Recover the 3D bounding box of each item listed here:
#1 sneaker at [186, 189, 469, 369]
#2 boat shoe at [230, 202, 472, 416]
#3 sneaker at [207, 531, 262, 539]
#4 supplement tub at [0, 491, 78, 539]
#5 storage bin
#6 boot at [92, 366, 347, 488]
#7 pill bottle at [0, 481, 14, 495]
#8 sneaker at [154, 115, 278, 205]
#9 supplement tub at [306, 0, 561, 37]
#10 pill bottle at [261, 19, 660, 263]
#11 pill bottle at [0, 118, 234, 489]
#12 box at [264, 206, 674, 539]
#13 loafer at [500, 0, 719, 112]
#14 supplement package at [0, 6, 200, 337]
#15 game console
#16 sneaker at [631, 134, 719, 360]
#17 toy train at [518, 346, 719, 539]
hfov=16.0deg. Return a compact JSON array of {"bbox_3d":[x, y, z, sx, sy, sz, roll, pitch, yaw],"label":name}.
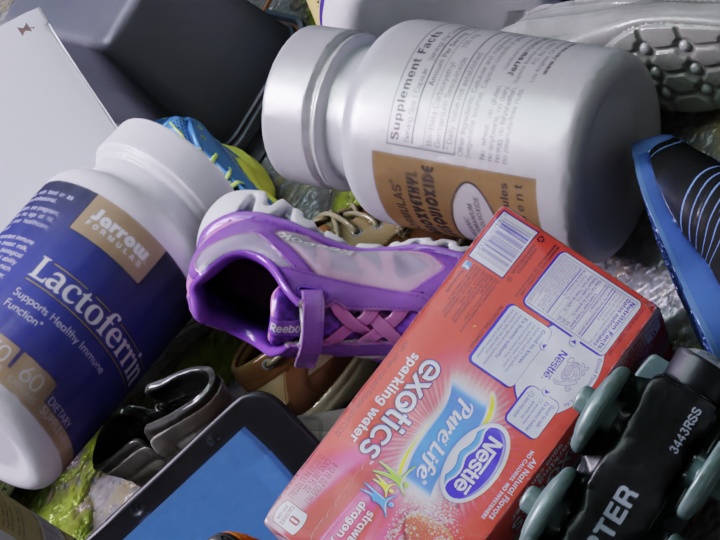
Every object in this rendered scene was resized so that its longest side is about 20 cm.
[{"bbox_3d":[-0.010,0.021,1.381,0.088,0.199,0.081,-44,-34,-62],"label":"sneaker"},{"bbox_3d":[0.000,0.000,1.469,0.201,0.074,0.076,-56,23,-5],"label":"boat shoe"},{"bbox_3d":[-0.047,0.228,1.273,0.092,0.076,0.201,-38,63,26],"label":"sneaker"},{"bbox_3d":[-0.261,0.184,1.508,0.144,0.200,0.145,-31,39,29],"label":"supplement tub"},{"bbox_3d":[-0.137,-0.165,1.739,0.200,0.134,0.146,19,75,54],"label":"storage bin"},{"bbox_3d":[-0.044,0.093,1.393,0.199,0.131,0.068,-29,39,31],"label":"boot"},{"bbox_3d":[-0.267,0.098,1.666,0.119,0.119,0.201,17,73,55],"label":"pill bottle"},{"bbox_3d":[-0.090,-0.033,1.587,0.076,0.105,0.200,-49,33,6],"label":"sneaker"},{"bbox_3d":[0.029,-0.198,1.558,0.145,0.145,0.200,-42,35,15],"label":"supplement tub"},{"bbox_3d":[0.052,-0.076,1.394,0.199,0.114,0.115,12,67,30],"label":"pill bottle"},{"bbox_3d":[-0.161,0.016,1.454,0.115,0.116,0.200,4,49,51],"label":"pill bottle"},{"bbox_3d":[0.057,0.085,1.262,0.099,0.096,0.200,33,80,23],"label":"box"},{"bbox_3d":[0.152,-0.127,1.413,0.199,0.070,0.070,0,42,39],"label":"loafer"},{"bbox_3d":[-0.213,-0.029,1.593,0.155,0.111,0.200,-30,72,-15],"label":"supplement package"},{"bbox_3d":[-0.066,0.198,1.336,0.200,0.119,0.173,-43,35,14],"label":"game console"},{"bbox_3d":[0.190,-0.014,1.280,0.078,0.070,0.200,-21,33,5],"label":"sneaker"},{"bbox_3d":[0.115,0.128,1.200,0.085,0.114,0.201,30,89,13],"label":"toy train"}]
